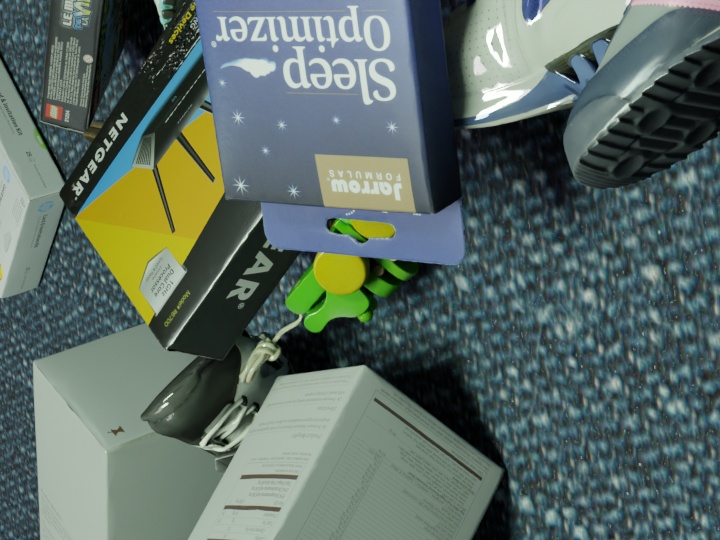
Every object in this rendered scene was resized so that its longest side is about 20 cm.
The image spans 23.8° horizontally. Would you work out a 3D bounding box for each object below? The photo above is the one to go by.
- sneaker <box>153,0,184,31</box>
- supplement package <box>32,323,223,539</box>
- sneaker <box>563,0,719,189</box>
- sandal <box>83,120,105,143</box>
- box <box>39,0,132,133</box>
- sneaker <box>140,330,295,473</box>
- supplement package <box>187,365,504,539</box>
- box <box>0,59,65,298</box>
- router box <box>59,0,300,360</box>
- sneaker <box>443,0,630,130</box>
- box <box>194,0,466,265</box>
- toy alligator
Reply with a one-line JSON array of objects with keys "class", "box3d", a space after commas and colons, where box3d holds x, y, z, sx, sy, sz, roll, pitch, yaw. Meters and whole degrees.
[{"class": "sneaker", "box3d": [-0.115, -0.221, 1.013, 0.086, 0.077, 0.201, -123, 20, -53]}, {"class": "supplement package", "box3d": [-0.165, 0.158, 1.268, 0.117, 0.117, 0.201, 42, 139, 41]}, {"class": "sneaker", "box3d": [0.138, -0.120, 0.639, 0.200, 0.070, 0.082, -48, 56, 22]}, {"class": "sandal", "box3d": [-0.093, -0.080, 1.080, 0.199, 0.055, 0.082, 2, 149, 45]}, {"class": "box", "box3d": [-0.171, -0.200, 1.108, 0.110, 0.035, 0.201, -78, 3, -46]}, {"class": "sneaker", "box3d": [-0.067, 0.088, 1.055, 0.074, 0.200, 0.089, -41, 81, 12]}, {"class": "supplement package", "box3d": [-0.029, 0.168, 0.950, 0.114, 0.201, 0.109, 38, 157, -20]}, {"class": "box", "box3d": [-0.320, -0.101, 1.456, 0.201, 0.041, 0.156, 60, 148, 20]}, {"class": "router box", "box3d": [-0.075, -0.073, 0.974, 0.200, 0.051, 0.149, -54, 52, 17]}, {"class": "sneaker", "box3d": [0.091, -0.130, 0.754, 0.199, 0.080, 0.116, -8, 95, 52]}, {"class": "box", "box3d": [-0.017, -0.096, 0.782, 0.121, 0.032, 0.201, 5, 114, 33]}, {"class": "toy alligator", "box3d": [0.000, 0.000, 0.952, 0.054, 0.059, 0.200, 31, 117, -4]}]
